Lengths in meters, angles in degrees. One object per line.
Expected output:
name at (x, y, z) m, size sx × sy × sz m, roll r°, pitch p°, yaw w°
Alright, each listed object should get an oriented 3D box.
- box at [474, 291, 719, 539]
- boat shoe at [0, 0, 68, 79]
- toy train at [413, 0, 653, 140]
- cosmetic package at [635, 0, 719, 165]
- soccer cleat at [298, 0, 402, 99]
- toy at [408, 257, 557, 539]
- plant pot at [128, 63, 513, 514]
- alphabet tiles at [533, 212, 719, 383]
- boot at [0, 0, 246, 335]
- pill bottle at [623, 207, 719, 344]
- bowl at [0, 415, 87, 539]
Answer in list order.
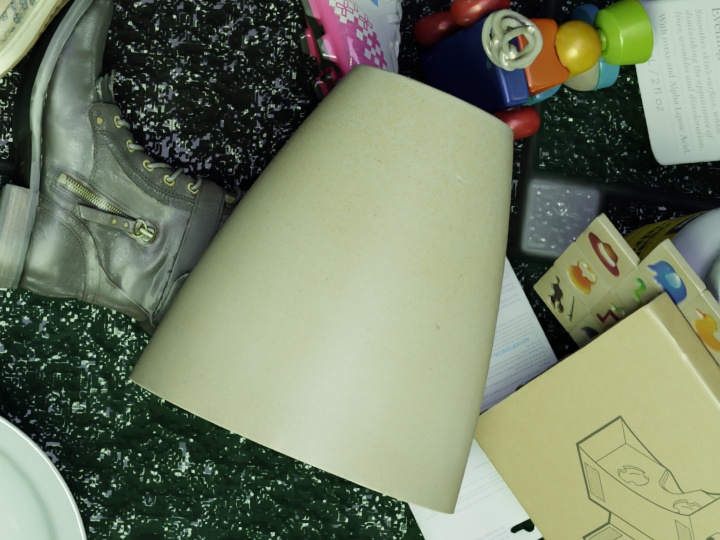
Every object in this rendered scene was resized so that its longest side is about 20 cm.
box at (0.164, 0.129, 1.250) m, size 0.021 × 0.163 × 0.200 m, roll -31°, pitch 85°, yaw -45°
boat shoe at (-0.194, -0.162, 1.282) m, size 0.200 × 0.073 × 0.063 m, roll -46°, pitch 115°, yaw 2°
toy train at (0.113, -0.123, 1.296) m, size 0.115 × 0.200 × 0.085 m, roll -15°, pitch 90°, yaw -17°
cosmetic package at (0.259, -0.122, 1.320) m, size 0.074 × 0.199 × 0.102 m, roll -29°, pitch 109°, yaw -50°
soccer cleat at (0.000, -0.164, 1.339) m, size 0.086 × 0.070 × 0.201 m, roll -22°, pitch 91°, yaw -12°
toy at (0.054, 0.065, 1.350) m, size 0.115 × 0.047 × 0.201 m, roll -25°, pitch 87°, yaw -8°
plant pot at (0.000, 0.000, 1.239) m, size 0.186 × 0.187 × 0.201 m, roll 22°, pitch 89°, yaw -10°
alphabet tiles at (0.172, 0.068, 1.254) m, size 0.008 × 0.167 × 0.200 m, roll -33°, pitch 81°, yaw -26°
boot at (-0.114, -0.050, 1.320) m, size 0.173 × 0.069 × 0.201 m, roll 16°, pitch 88°, yaw -16°
pill bottle at (0.202, 0.022, 1.304) m, size 0.111 × 0.200 × 0.113 m, roll 1°, pitch 86°, yaw -12°
bowl at (-0.249, 0.163, 1.259) m, size 0.200 × 0.090 × 0.202 m, roll 1°, pitch 86°, yaw -12°
